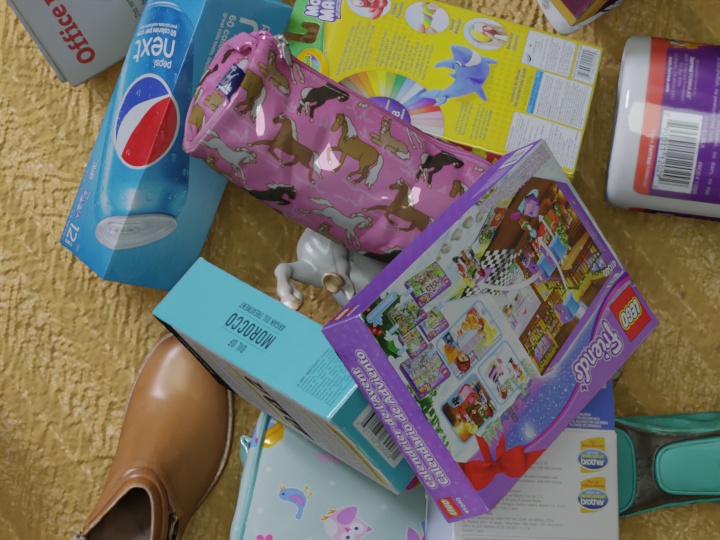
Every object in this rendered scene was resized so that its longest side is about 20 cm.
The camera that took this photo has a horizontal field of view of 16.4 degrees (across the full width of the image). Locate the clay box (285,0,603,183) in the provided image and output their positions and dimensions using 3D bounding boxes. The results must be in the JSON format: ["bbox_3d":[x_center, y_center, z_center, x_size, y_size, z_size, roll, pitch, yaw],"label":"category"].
[{"bbox_3d":[0.046,-0.115,1.593,0.199,0.048,0.115,16,52,2],"label":"clay box"}]

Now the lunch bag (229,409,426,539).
[{"bbox_3d":[-0.005,0.161,1.558,0.160,0.077,0.200,7,54,7],"label":"lunch bag"}]

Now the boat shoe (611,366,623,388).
[{"bbox_3d":[0.090,0.044,1.535,0.068,0.200,0.075,-31,61,24],"label":"boat shoe"}]

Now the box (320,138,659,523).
[{"bbox_3d":[0.079,0.032,1.449,0.200,0.039,0.137,-43,104,-40],"label":"box"}]

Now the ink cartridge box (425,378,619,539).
[{"bbox_3d":[0.097,0.161,1.491,0.119,0.042,0.201,5,81,-28],"label":"ink cartridge box"}]

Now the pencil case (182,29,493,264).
[{"bbox_3d":[-0.008,-0.066,1.514,0.200,0.087,0.083,30,53,-15],"label":"pencil case"}]

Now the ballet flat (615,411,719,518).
[{"bbox_3d":[0.172,0.122,1.583,0.199,0.070,0.068,-1,92,-9],"label":"ballet flat"}]

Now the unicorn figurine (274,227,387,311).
[{"bbox_3d":[0.000,0.000,1.591,0.074,0.137,0.200,-30,106,19],"label":"unicorn figurine"}]

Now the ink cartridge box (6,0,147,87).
[{"bbox_3d":[-0.142,-0.230,1.587,0.200,0.144,0.084,-31,49,0],"label":"ink cartridge box"}]

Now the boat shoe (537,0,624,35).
[{"bbox_3d":[0.104,-0.245,1.619,0.067,0.073,0.200,-39,65,38],"label":"boat shoe"}]

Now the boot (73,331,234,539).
[{"bbox_3d":[-0.130,0.131,1.560,0.073,0.155,0.201,12,86,4],"label":"boot"}]

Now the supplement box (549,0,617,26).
[{"bbox_3d":[0.173,-0.260,1.552,0.131,0.103,0.200,49,50,6],"label":"supplement box"}]

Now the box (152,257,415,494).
[{"bbox_3d":[-0.039,0.061,1.509,0.049,0.200,0.082,-49,129,-11],"label":"box"}]

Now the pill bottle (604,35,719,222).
[{"bbox_3d":[0.259,-0.082,1.578,0.199,0.111,0.112,8,86,3],"label":"pill bottle"}]

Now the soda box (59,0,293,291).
[{"bbox_3d":[-0.118,-0.091,1.584,0.064,0.068,0.200,35,109,48],"label":"soda box"}]
